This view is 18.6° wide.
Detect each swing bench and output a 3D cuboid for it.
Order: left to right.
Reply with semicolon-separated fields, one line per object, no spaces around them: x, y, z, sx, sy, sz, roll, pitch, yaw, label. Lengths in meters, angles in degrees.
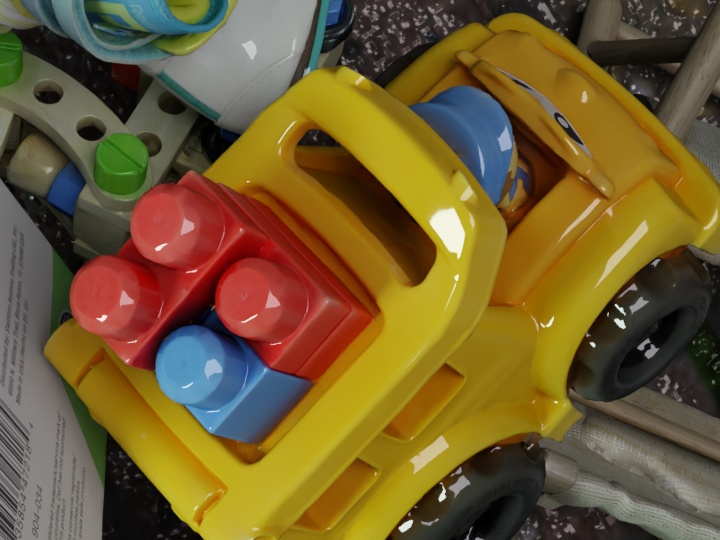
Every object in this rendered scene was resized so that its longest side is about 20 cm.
0.159;0.021;0.846;0.199;0.130;0.200;24;85;-20;swing bench

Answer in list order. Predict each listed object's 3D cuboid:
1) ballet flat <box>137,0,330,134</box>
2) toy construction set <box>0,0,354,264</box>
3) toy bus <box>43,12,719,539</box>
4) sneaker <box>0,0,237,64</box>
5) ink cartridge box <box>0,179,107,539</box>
-0.029;-0.142;0.737;0.069;0.069;0.200;22;69;-20;ballet flat
-0.078;-0.080;0.780;0.131;0.092;0.200;24;71;6;toy construction set
0.000;0.000;0.685;0.200;0.192;0.136;-47;64;6;toy bus
-0.115;-0.092;0.684;0.200;0.131;0.080;-42;147;12;sneaker
-0.157;0.020;0.654;0.084;0.146;0.200;-17;135;15;ink cartridge box
